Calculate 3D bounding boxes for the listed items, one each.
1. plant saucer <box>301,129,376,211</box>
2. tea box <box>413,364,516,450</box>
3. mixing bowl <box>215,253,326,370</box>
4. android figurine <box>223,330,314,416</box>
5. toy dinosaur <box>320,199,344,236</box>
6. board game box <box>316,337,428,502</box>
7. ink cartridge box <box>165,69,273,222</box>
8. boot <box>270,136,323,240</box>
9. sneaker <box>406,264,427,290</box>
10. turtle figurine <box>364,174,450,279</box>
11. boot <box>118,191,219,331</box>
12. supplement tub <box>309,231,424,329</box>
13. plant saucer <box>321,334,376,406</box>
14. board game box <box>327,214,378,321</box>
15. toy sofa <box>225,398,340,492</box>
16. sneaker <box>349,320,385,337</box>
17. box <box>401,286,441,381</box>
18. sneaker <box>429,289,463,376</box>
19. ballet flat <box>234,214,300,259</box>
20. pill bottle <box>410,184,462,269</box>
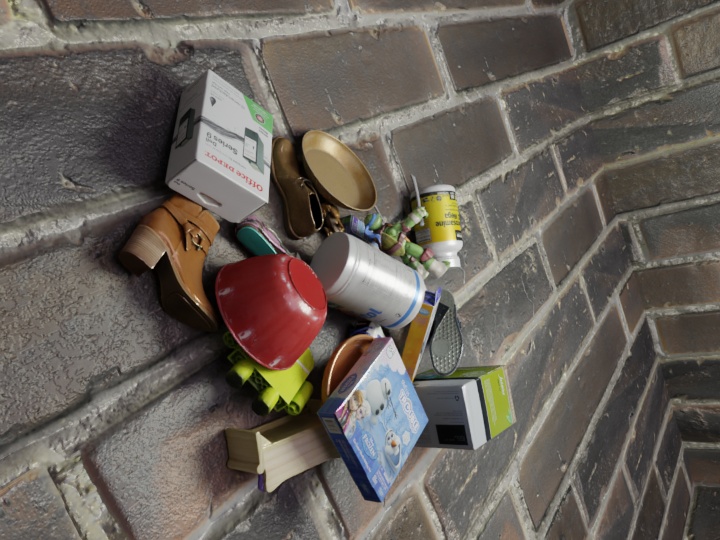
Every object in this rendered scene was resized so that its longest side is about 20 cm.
[{"bbox_3d":[-0.050,-0.195,1.135,0.200,0.035,0.201,32,37,-29],"label":"plant saucer"},{"bbox_3d":[0.200,0.294,1.220,0.196,0.200,0.134,-6,86,-50],"label":"tea box"},{"bbox_3d":[-0.126,0.049,0.905,0.200,0.108,0.200,48,22,-27],"label":"mixing bowl"},{"bbox_3d":[-0.148,0.153,0.942,0.182,0.041,0.200,48,26,-8],"label":"android figurine"},{"bbox_3d":[-0.064,-0.124,1.146,0.106,0.060,0.201,16,56,-57],"label":"toy dinosaur"},{"bbox_3d":[0.031,0.256,0.978,0.199,0.043,0.200,-48,121,-45],"label":"board game box"},{"bbox_3d":[-0.224,-0.201,0.916,0.146,0.084,0.201,29,46,-42],"label":"ink cartridge box"},{"bbox_3d":[-0.118,-0.164,1.067,0.073,0.075,0.201,-16,91,-46],"label":"boot"},{"bbox_3d":[0.111,0.076,1.248,0.108,0.067,0.202,58,27,-23],"label":"sneaker"},{"bbox_3d":[0.106,-0.081,1.177,0.194,0.144,0.200,46,32,-16],"label":"turtle figurine"},{"bbox_3d":[-0.261,-0.015,0.874,0.200,0.073,0.155,57,38,-31],"label":"boot"},{"bbox_3d":[0.014,0.023,1.073,0.200,0.132,0.132,26,62,-32],"label":"supplement tub"},{"bbox_3d":[-0.005,0.216,1.003,0.200,0.037,0.201,12,75,-51],"label":"plant saucer"},{"bbox_3d":[0.000,0.000,1.189,0.135,0.034,0.201,30,60,-40],"label":"board game box"},{"bbox_3d":[-0.123,0.291,0.945,0.200,0.083,0.098,-8,91,-49],"label":"toy sofa"},{"bbox_3d":[-0.004,0.163,1.123,0.199,0.080,0.116,-10,85,-56],"label":"sneaker"},{"bbox_3d":[0.125,0.129,1.179,0.119,0.041,0.201,-31,135,-73],"label":"box"},{"bbox_3d":[0.196,0.166,1.289,0.146,0.077,0.203,78,15,-58],"label":"sneaker"},{"bbox_3d":[-0.149,-0.025,1.012,0.200,0.069,0.071,53,28,-26],"label":"ballet flat"},{"bbox_3d":[0.189,-0.101,1.369,0.112,0.112,0.201,-2,82,-49],"label":"pill bottle"}]
